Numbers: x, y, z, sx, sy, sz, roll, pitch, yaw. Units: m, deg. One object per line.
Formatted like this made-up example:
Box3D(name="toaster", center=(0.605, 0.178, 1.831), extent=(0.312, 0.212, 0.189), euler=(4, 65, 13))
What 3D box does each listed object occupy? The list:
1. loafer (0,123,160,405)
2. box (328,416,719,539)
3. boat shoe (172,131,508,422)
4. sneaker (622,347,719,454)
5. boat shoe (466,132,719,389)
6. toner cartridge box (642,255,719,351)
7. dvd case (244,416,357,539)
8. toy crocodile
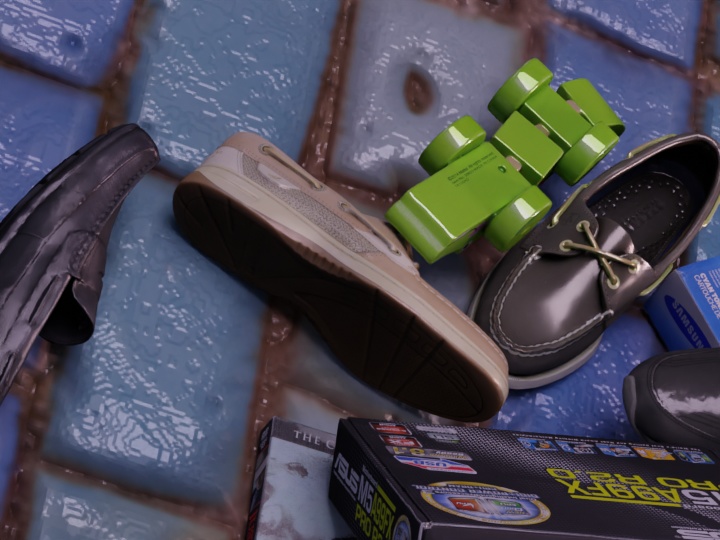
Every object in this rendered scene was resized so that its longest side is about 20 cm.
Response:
Box3D(name="loafer", center=(-0.156, 0.007, 1.440), extent=(0.070, 0.068, 0.201), euler=(42, 55, -4))
Box3D(name="box", center=(0.099, 0.120, 1.395), extent=(0.200, 0.044, 0.160), euler=(6, 13, -15))
Box3D(name="boat shoe", center=(0.000, 0.000, 1.514), extent=(0.200, 0.072, 0.065), euler=(35, 51, 8))
Box3D(name="sneaker", center=(0.232, 0.061, 1.518), extent=(0.200, 0.079, 0.075), euler=(4, 57, -20))
Box3D(name="boat shoe", center=(0.127, -0.010, 1.584), extent=(0.072, 0.060, 0.202), euler=(43, 51, 8))
Box3D(name="toner cartridge box", center=(0.243, 0.081, 1.586), extent=(0.095, 0.043, 0.200), euler=(-15, 66, -33))
Box3D(name="dvd case", center=(0.009, 0.176, 1.427), extent=(0.146, 0.022, 0.200), euler=(18, 51, -13))
Box3D(name="toy crocodile", center=(0.079, -0.055, 1.575), extent=(0.068, 0.062, 0.200), euler=(43, 42, 6))
